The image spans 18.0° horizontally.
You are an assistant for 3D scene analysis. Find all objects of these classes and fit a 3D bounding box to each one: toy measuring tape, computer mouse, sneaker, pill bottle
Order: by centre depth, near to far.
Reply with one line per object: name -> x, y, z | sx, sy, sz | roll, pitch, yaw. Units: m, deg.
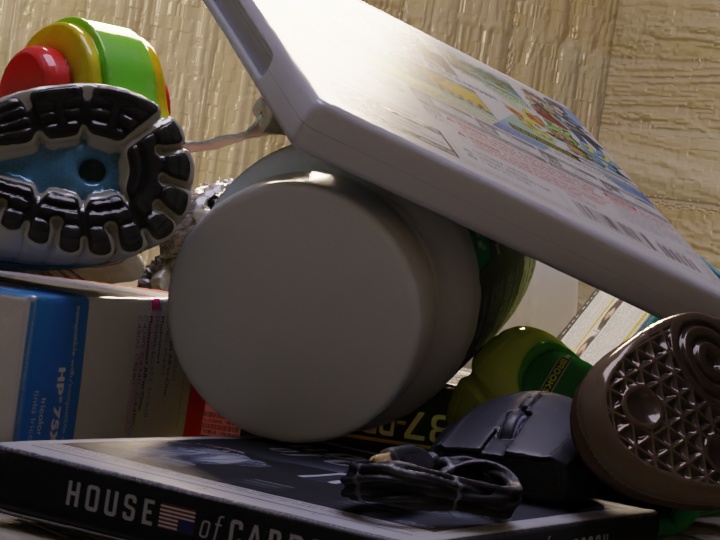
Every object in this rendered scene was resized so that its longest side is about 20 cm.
computer mouse -> 0.040, 0.057, 0.741 | 0.058, 0.034, 0.200 | 11, 2, 17
sneaker -> -0.162, -0.027, 0.814 | 0.199, 0.079, 0.090 | 9, -16, -7
sneaker -> 0.130, 0.057, 0.817 | 0.200, 0.071, 0.075 | -8, -22, -47
pill bottle -> 0.000, 0.000, 0.896 | 0.113, 0.114, 0.200 | 9, 12, 12
sneaker -> 0.114, 0.080, 0.921 | 0.200, 0.074, 0.084 | 14, 25, -47
toy measuring tape -> -0.092, -0.076, 0.937 | 0.073, 0.074, 0.200 | 7, -10, -41

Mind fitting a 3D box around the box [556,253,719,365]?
box -> 0.137, 0.035, 1.094 | 0.049, 0.082, 0.200 | 38, 1, -2

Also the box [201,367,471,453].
box -> -0.003, 0.062, 1.051 | 0.199, 0.049, 0.161 | 8, 3, -3

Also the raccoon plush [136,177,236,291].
raccoon plush -> -0.053, 0.025, 1.181 | 0.133, 0.097, 0.200 | 2, -42, -9

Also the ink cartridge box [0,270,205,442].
ink cartridge box -> -0.132, 0.035, 0.868 | 0.116, 0.068, 0.200 | 7, 1, 20

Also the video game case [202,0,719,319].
video game case -> 0.034, -0.056, 0.881 | 0.200, 0.022, 0.182 | 23, 19, -29

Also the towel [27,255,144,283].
towel -> -0.199, 0.007, 1.009 | 0.192, 0.035, 0.200 | -16, -6, 1

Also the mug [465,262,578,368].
mug -> 0.026, 0.021, 1.505 | 0.175, 0.148, 0.200 | 1, -27, -18

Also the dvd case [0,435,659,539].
dvd case -> -0.005, 0.079, 0.748 | 0.150, 0.025, 0.200 | 10, 2, 27
